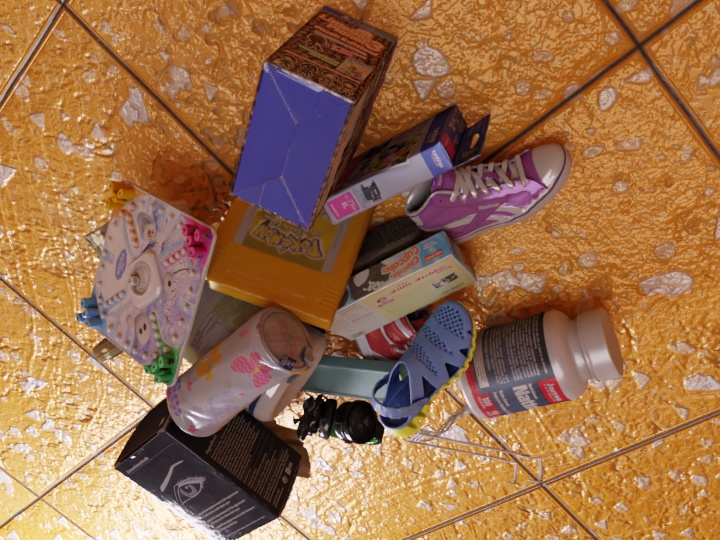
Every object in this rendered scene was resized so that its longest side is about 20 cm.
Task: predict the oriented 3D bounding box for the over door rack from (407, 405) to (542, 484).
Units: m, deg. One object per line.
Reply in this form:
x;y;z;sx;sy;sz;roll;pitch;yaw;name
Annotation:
0.163;0.249;1.047;0.197;0.067;0.148;22;163;4;over door rack

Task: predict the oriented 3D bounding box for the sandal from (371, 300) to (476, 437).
0.080;0.128;0.924;0.079;0.087;0.202;33;95;38;sandal

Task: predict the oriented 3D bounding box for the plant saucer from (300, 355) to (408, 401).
-0.017;0.159;1.036;0.197;0.019;0.071;3;122;28;plant saucer

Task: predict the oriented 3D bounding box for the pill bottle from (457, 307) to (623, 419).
0.238;0.120;0.945;0.198;0.120;0.120;-20;116;27;pill bottle

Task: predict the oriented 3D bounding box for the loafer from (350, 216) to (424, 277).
0.000;0.000;0.945;0.197;0.076;0.070;-21;124;10;loafer

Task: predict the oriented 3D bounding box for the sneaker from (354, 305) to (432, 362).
0.067;0.120;1.028;0.111;0.072;0.202;-14;116;28;sneaker

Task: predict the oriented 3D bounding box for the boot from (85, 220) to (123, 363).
-0.342;0.016;1.003;0.072;0.201;0.156;-16;119;46;boot

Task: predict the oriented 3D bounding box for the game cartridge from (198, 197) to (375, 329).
-0.087;-0.042;0.885;0.174;0.202;0.033;18;147;3;game cartridge

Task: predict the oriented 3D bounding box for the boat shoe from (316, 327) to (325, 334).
-0.082;0.076;1.049;0.074;0.063;0.201;25;128;-3;boat shoe

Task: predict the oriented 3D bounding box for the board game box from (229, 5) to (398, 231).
-0.048;-0.173;0.780;0.096;0.201;0.161;24;127;0;board game box

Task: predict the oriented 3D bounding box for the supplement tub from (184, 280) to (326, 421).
-0.161;0.092;0.971;0.199;0.145;0.146;37;128;9;supplement tub

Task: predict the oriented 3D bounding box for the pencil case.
-0.145;0.124;0.846;0.199;0.084;0.090;-35;132;29;pencil case

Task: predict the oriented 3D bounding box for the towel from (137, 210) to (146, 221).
-0.189;-0.024;0.957;0.198;0.147;0.024;26;89;12;towel

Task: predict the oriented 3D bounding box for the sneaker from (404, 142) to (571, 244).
0.141;-0.098;0.828;0.199;0.074;0.114;-31;141;31;sneaker

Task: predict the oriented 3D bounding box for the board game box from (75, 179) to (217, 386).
-0.274;0.011;0.880;0.198;0.026;0.203;26;103;34;board game box

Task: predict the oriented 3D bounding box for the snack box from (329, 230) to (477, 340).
0.043;0.025;0.915;0.198;0.038;0.116;-26;154;16;snack box

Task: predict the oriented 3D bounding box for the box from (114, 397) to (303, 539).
-0.205;0.261;0.965;0.200;0.105;0.147;43;127;-15;box

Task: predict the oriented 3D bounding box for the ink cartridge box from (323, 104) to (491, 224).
0.053;-0.131;0.829;0.198;0.120;0.042;-21;114;28;ink cartridge box

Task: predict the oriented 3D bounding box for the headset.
-0.039;0.245;1.100;0.122;0.095;0.200;2;152;27;headset

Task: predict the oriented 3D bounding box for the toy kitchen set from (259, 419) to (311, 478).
-0.130;0.204;1.110;0.162;0.183;0.199;18;172;38;toy kitchen set
